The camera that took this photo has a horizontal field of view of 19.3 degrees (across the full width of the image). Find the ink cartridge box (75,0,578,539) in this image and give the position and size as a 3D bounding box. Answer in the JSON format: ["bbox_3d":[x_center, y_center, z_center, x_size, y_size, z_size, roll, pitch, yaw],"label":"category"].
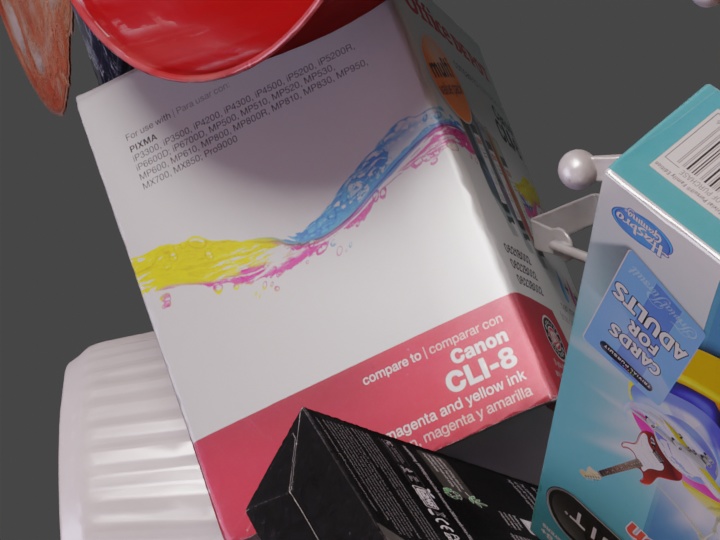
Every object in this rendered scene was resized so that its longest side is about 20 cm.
[{"bbox_3d":[0.000,0.000,0.868,0.200,0.144,0.145,69,-166,18],"label":"ink cartridge box"}]

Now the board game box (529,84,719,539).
[{"bbox_3d":[0.127,0.064,0.616,0.151,0.047,0.200,41,152,23],"label":"board game box"}]

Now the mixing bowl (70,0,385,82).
[{"bbox_3d":[-0.023,-0.170,0.764,0.200,0.108,0.201,10,103,46],"label":"mixing bowl"}]

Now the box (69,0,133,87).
[{"bbox_3d":[-0.119,-0.222,1.247,0.197,0.117,0.200,110,140,-68],"label":"box"}]

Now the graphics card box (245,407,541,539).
[{"bbox_3d":[0.069,0.122,0.738,0.051,0.200,0.125,-60,31,15],"label":"graphics card box"}]

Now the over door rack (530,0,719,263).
[{"bbox_3d":[0.088,-0.048,0.722,0.200,0.067,0.148,-137,34,-65],"label":"over door rack"}]

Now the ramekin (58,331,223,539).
[{"bbox_3d":[-0.087,0.119,0.996,0.202,0.094,0.203,177,90,-88],"label":"ramekin"}]
